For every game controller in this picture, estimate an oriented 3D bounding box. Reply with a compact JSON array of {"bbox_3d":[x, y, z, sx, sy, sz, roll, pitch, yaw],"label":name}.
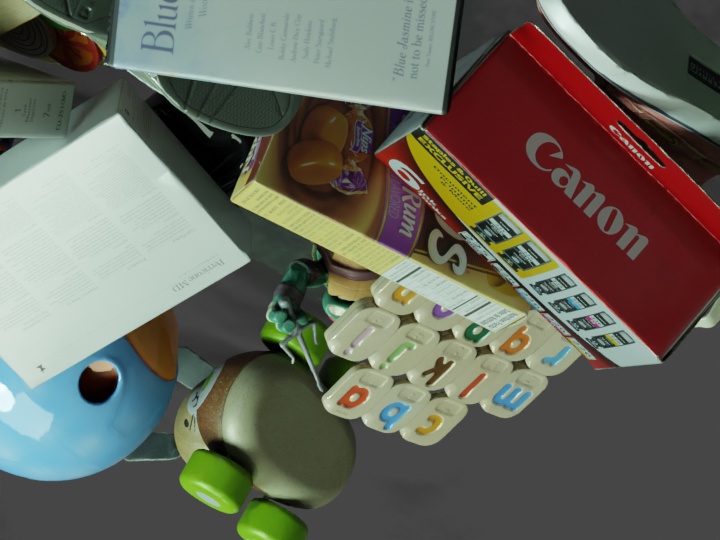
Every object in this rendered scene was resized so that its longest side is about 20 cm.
[{"bbox_3d":[-0.135,-0.074,1.591,0.104,0.042,0.200,43,147,-13],"label":"game controller"}]

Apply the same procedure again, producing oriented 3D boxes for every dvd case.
[{"bbox_3d":[-0.039,-0.171,1.228,0.198,0.144,0.018,8,-166,5],"label":"dvd case"}]

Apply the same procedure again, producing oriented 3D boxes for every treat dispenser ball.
[{"bbox_3d":[-0.239,0.062,1.720,0.199,0.202,0.201,15,153,8],"label":"treat dispenser ball"}]

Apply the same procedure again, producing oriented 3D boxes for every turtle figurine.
[{"bbox_3d":[0.000,0.000,1.554,0.148,0.101,0.201,-11,143,-16],"label":"turtle figurine"}]

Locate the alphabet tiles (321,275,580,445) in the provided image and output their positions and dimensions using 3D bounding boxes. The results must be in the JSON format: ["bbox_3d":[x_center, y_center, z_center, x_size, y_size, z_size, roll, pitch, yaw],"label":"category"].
[{"bbox_3d":[0.072,0.046,1.558,0.199,0.015,0.196,22,121,-41],"label":"alphabet tiles"}]

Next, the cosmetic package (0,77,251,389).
[{"bbox_3d":[-0.197,-0.022,1.532,0.199,0.052,0.151,-29,121,18],"label":"cosmetic package"}]

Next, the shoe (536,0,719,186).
[{"bbox_3d":[0.158,-0.110,1.283,0.199,0.072,0.091,30,148,-27],"label":"shoe"}]

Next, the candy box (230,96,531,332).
[{"bbox_3d":[0.031,-0.057,1.411,0.199,0.117,0.056,26,159,-14],"label":"candy box"}]

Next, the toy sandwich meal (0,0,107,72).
[{"bbox_3d":[-0.230,-0.177,1.415,0.203,0.071,0.206,15,153,8],"label":"toy sandwich meal"}]

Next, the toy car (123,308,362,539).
[{"bbox_3d":[-0.112,0.120,1.809,0.199,0.165,0.158,11,155,43],"label":"toy car"}]

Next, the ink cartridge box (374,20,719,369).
[{"bbox_3d":[0.121,-0.040,1.309,0.200,0.084,0.176,43,169,-5],"label":"ink cartridge box"}]

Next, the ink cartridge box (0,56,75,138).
[{"bbox_3d":[-0.315,-0.132,1.441,0.199,0.044,0.173,21,-166,31],"label":"ink cartridge box"}]

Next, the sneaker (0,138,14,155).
[{"bbox_3d":[-0.281,-0.064,1.595,0.075,0.079,0.200,-17,161,-29],"label":"sneaker"}]

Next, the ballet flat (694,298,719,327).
[{"bbox_3d":[0.252,0.009,1.442,0.199,0.069,0.068,-4,144,38],"label":"ballet flat"}]

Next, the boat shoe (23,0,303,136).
[{"bbox_3d":[-0.123,-0.150,1.327,0.201,0.075,0.065,27,-171,-20],"label":"boat shoe"}]
